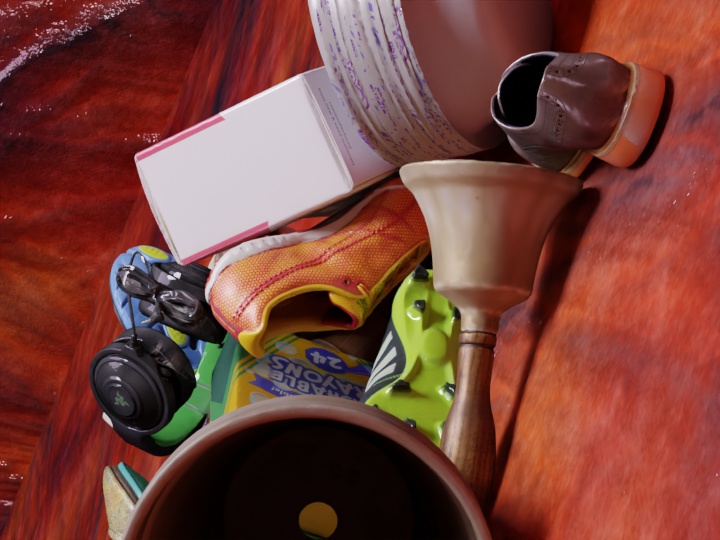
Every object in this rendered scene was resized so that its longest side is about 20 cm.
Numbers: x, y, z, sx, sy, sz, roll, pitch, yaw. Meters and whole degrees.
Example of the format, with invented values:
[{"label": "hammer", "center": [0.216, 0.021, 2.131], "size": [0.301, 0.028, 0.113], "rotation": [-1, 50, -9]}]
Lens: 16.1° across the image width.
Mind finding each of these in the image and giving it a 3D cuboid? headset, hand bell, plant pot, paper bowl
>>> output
[{"label": "headset", "center": [-0.117, 0.051, 1.672], "size": [0.124, 0.094, 0.200], "rotation": [-59, -24, -19]}, {"label": "hand bell", "center": [0.066, 0.046, 1.412], "size": [0.104, 0.103, 0.201], "rotation": [155, 120, -75]}, {"label": "plant pot", "center": [-0.025, 0.155, 1.362], "size": [0.174, 0.199, 0.201], "rotation": [-80, 10, -82]}, {"label": "paper bowl", "center": [0.051, -0.171, 1.588], "size": [0.200, 0.104, 0.202], "rotation": [-10, -90, -66]}]

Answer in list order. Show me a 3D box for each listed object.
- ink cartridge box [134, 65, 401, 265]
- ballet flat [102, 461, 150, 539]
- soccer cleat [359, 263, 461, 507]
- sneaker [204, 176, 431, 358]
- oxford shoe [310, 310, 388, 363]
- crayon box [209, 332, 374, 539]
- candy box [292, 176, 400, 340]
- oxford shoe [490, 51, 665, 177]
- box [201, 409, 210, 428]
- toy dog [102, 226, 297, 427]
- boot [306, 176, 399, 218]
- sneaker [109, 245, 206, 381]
[{"label": "ink cartridge box", "center": [-0.032, -0.082, 1.681], "size": [0.146, 0.083, 0.200], "rotation": [-24, 1, 30]}, {"label": "ballet flat", "center": [-0.103, 0.188, 1.511], "size": [0.200, 0.070, 0.071], "rotation": [36, 112, 35]}, {"label": "soccer cleat", "center": [0.030, 0.083, 1.537], "size": [0.201, 0.067, 0.081], "rotation": [-73, -1, -47]}, {"label": "sneaker", "center": [0.000, 0.000, 1.606], "size": [0.077, 0.199, 0.073], "rotation": [53, 158, 27]}, {"label": "oxford shoe", "center": [-0.018, 0.081, 1.807], "size": [0.071, 0.071, 0.200], "rotation": [-44, -2, -24]}, {"label": "crayon box", "center": [-0.029, 0.112, 1.592], "size": [0.200, 0.125, 0.052], "rotation": [-94, 26, -63]}, {"label": "candy box", "center": [-0.029, 0.014, 1.800], "size": [0.115, 0.055, 0.200], "rotation": [-31, -8, -25]}, {"label": "oxford shoe", "center": [0.106, -0.095, 1.412], "size": [0.200, 0.073, 0.072], "rotation": [169, 119, -78]}, {"label": "box", "center": [-0.084, 0.176, 1.664], "size": [0.200, 0.075, 0.101], "rotation": [-104, 38, -69]}, {"label": "toy dog", "center": [-0.095, 0.059, 1.997], "size": [0.194, 0.139, 0.201], "rotation": [33, 104, 66]}, {"label": "boot", "center": [-0.020, -0.076, 1.895], "size": [0.199, 0.064, 0.187], "rotation": [-16, 20, 27]}, {"label": "sneaker", "center": [-0.124, 0.075, 1.819], "size": [0.071, 0.200, 0.083], "rotation": [-27, -9, -31]}]
